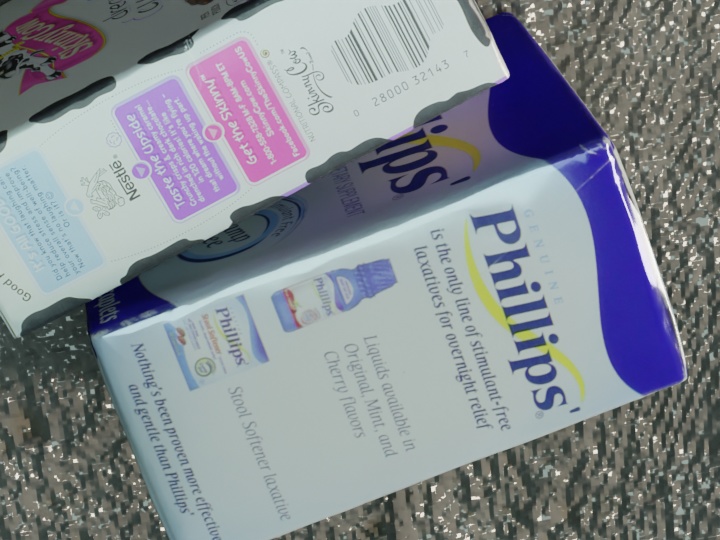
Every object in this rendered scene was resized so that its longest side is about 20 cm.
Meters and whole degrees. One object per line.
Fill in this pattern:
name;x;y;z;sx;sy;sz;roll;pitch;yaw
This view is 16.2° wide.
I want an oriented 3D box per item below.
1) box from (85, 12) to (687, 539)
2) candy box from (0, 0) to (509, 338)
box;0.000;0.000;0.972;0.199;0.184;0.105;-20;112;-1
candy box;-0.060;-0.078;0.938;0.200;0.168;0.072;-28;113;3
